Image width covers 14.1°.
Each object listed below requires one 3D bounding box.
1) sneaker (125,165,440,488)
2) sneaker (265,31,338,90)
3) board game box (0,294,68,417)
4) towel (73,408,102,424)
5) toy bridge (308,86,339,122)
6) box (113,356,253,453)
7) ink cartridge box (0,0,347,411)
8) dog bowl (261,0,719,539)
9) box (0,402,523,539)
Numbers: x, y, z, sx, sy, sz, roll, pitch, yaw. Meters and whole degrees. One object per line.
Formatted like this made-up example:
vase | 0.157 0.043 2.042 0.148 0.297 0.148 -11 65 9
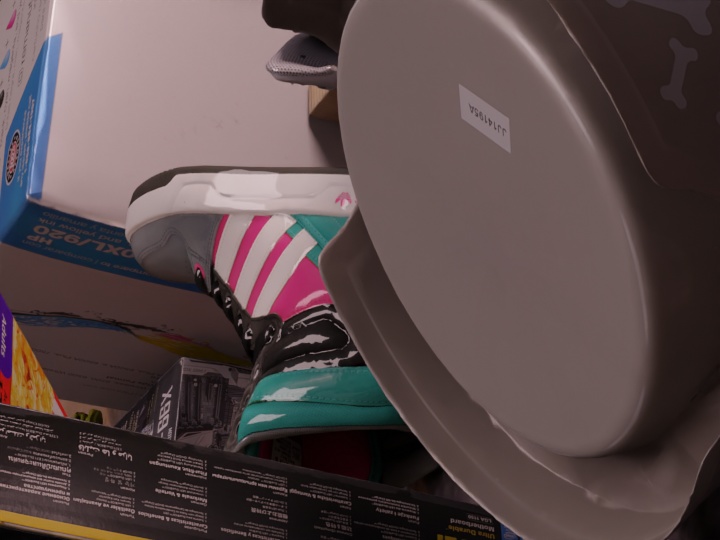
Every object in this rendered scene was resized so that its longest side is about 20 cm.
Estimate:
sneaker | -0.025 0.030 1.055 0.199 0.083 0.122 1 76 51
sneaker | 0.036 -0.065 0.919 0.200 0.114 0.076 -119 45 -64
board game box | -0.130 0.124 1.088 0.200 0.046 0.152 70 -165 -53
towel | -0.143 0.130 1.378 0.200 0.018 0.087 -79 -6 -78
toy bridge | 0.000 0.000 1.128 0.067 0.027 0.201 133 145 -55
box | -0.090 0.156 1.258 0.158 0.049 0.201 136 143 -59
ink cartridge box | -0.098 -0.041 1.265 0.200 0.144 0.148 137 142 -59
dog bowl | 0.051 -0.022 0.793 0.200 0.058 0.201 43 147 37
box | -0.055 0.123 0.928 0.160 0.199 0.050 122 155 -45
